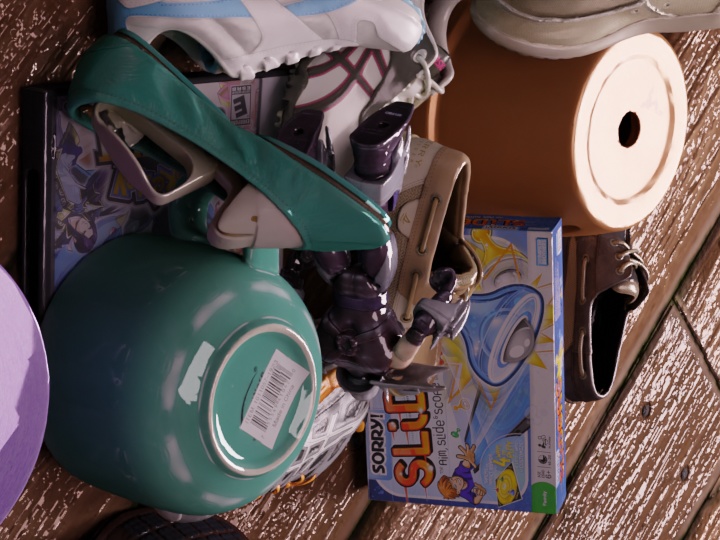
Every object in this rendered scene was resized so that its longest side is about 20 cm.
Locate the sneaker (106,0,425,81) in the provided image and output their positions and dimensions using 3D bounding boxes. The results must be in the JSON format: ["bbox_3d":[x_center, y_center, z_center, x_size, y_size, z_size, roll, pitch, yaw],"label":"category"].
[{"bbox_3d":[-0.057,-0.151,1.254,0.199,0.076,0.081,10,95,-25],"label":"sneaker"}]

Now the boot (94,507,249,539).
[{"bbox_3d":[-0.145,0.208,1.294,0.200,0.075,0.097,-13,136,-58],"label":"boot"}]

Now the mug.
[{"bbox_3d":[-0.097,0.048,1.212,0.152,0.114,0.186,-28,120,-41],"label":"mug"}]

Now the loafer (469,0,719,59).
[{"bbox_3d":[0.164,-0.189,1.367,0.199,0.076,0.068,-12,133,-19],"label":"loafer"}]

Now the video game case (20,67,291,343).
[{"bbox_3d":[-0.120,-0.026,1.273,0.200,0.025,0.181,-11,108,-48],"label":"video game case"}]

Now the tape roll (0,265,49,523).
[{"bbox_3d":[-0.260,0.064,1.066,0.199,0.066,0.201,-9,107,-31],"label":"tape roll"}]

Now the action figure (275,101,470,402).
[{"bbox_3d":[0.000,0.000,1.275,0.069,0.130,0.201,-67,157,-53],"label":"action figure"}]

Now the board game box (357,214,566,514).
[{"bbox_3d":[0.069,0.062,1.432,0.034,0.135,0.201,-47,136,-66],"label":"board game box"}]

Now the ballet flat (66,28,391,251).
[{"bbox_3d":[-0.080,-0.053,1.177,0.070,0.200,0.067,-54,176,-19],"label":"ballet flat"}]

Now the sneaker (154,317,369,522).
[{"bbox_3d":[-0.054,0.108,1.349,0.200,0.078,0.077,-36,130,-39],"label":"sneaker"}]

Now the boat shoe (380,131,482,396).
[{"bbox_3d":[0.040,0.006,1.338,0.071,0.064,0.200,-54,151,-42],"label":"boat shoe"}]

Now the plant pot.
[{"bbox_3d":[0.129,-0.105,1.453,0.200,0.140,0.201,-16,112,-45],"label":"plant pot"}]

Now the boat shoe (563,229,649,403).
[{"bbox_3d":[0.184,0.005,1.596,0.074,0.073,0.201,9,93,-50],"label":"boat shoe"}]

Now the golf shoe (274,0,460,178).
[{"bbox_3d":[0.007,-0.118,1.325,0.077,0.088,0.201,46,59,-63],"label":"golf shoe"}]
